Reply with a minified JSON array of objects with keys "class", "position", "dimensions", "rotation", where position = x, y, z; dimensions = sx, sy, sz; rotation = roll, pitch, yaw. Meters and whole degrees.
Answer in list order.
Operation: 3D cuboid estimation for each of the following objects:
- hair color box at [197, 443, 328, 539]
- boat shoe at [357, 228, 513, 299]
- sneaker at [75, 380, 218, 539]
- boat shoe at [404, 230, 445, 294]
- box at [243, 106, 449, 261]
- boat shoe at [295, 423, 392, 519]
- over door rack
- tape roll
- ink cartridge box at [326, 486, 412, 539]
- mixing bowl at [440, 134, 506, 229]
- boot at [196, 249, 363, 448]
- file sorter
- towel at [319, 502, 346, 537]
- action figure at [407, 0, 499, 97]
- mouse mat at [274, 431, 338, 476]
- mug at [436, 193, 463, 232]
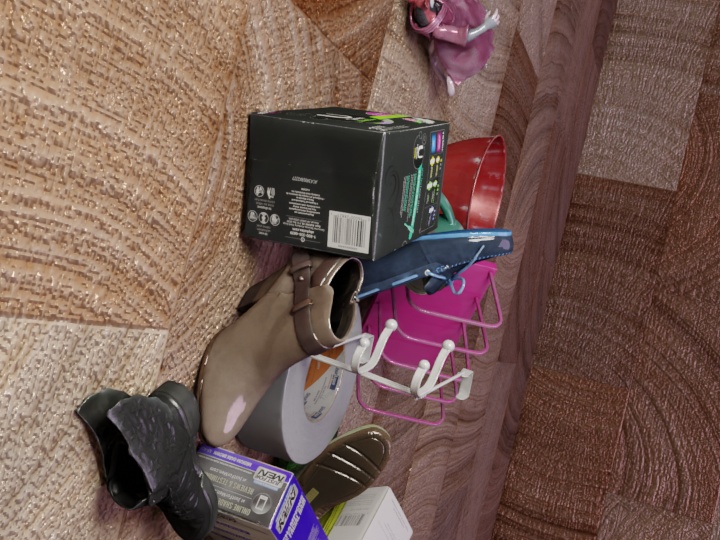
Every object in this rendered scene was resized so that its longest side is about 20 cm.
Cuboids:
[{"class":"hair color box","position":[-0.107,0.265,0.920],"dimensions":[0.201,0.108,0.065],"rotation":[74,35,-54]},{"class":"boat shoe","position":[0.073,-0.005,0.970],"dimensions":[0.084,0.197,0.070],"rotation":[-25,106,-80]},{"class":"sneaker","position":[-0.180,0.176,0.749],"dimensions":[0.104,0.059,0.202],"rotation":[-47,139,-56]},{"class":"boat shoe","position":[0.042,-0.061,1.053],"dimensions":[0.203,0.071,0.060],"rotation":[61,20,11]},{"class":"box","position":[-0.008,-0.098,0.901],"dimensions":[0.200,0.147,0.126],"rotation":[-29,127,-64]},{"class":"boat shoe","position":[-0.042,0.252,1.065],"dimensions":[0.199,0.072,0.076],"rotation":[-40,-175,10]},{"class":"over door rack","position":[0.034,0.087,0.943],"dimensions":[0.200,0.146,0.067],"rotation":[20,89,-68]},{"class":"tape roll","position":[-0.067,0.112,0.987],"dimensions":[0.200,0.065,0.203],"rotation":[13,90,-68]},{"class":"ink cartridge box","position":[-0.042,0.372,1.085],"dimensions":[0.083,0.145,0.200],"rotation":[63,36,-18]},{"class":"mixing bowl","position":[0.152,-0.122,1.375],"dimensions":[0.200,0.107,0.203],"rotation":[13,90,-69]},{"class":"boot","position":[-0.073,0.068,0.826],"dimensions":[0.070,0.145,0.202],"rotation":[37,55,-38]},{"class":"file sorter","position":[0.085,0.089,1.142],"dimensions":[0.126,0.137,0.201],"rotation":[-92,-160,-50]},{"class":"towel","position":[-0.081,0.335,1.076],"dimensions":[0.018,0.085,0.200],"rotation":[63,33,-18]},{"class":"action figure","position":[0.106,-0.342,1.186],"dimensions":[0.149,0.135,0.199],"rotation":[-39,160,27]},{"class":"mouse mat","position":[-0.062,0.208,1.153],"dimensions":[0.200,0.007,0.163],"rotation":[12,91,-69]},{"class":"mug","position":[0.097,-0.015,1.233],"dimensions":[0.186,0.113,0.153],"rotation":[84,14,-55]}]
